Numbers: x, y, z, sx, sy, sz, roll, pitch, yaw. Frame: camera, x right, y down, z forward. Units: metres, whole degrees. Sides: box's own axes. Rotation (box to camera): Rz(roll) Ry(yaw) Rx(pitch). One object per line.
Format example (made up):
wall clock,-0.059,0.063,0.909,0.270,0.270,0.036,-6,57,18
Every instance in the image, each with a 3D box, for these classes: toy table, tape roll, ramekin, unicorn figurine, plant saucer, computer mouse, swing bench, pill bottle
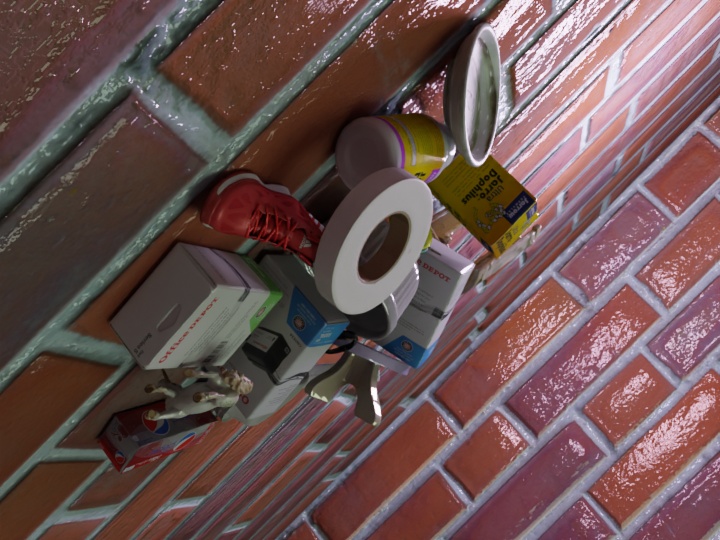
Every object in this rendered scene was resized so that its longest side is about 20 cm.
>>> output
toy table,-0.007,0.188,1.412,0.198,0.183,0.119,27,84,-31
tape roll,0.020,-0.037,1.058,0.202,0.037,0.205,-38,146,-31
ramekin,0.000,0.000,1.249,0.105,0.199,0.201,-44,164,-26
unicorn figurine,-0.236,0.171,1.108,0.137,0.196,0.076,24,68,-67
plant saucer,0.158,-0.255,1.171,0.199,0.049,0.205,7,90,-68
computer mouse,-0.100,0.097,1.300,0.034,0.196,0.060,-70,168,-65
swing bench,0.199,-0.066,1.527,0.197,0.200,0.131,-30,159,-35
pill bottle,0.058,-0.169,1.139,0.199,0.104,0.105,-20,151,-53

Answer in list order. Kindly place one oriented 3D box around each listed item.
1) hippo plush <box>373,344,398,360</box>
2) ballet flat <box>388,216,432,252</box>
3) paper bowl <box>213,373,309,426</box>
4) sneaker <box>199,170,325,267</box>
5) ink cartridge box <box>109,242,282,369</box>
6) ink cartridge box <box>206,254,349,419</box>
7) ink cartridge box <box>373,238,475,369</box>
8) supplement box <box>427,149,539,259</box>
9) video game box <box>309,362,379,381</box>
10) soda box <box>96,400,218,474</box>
hippo plush,0.098,0.055,1.618,0.161,0.157,0.204,-39,123,-52
ballet flat,0.077,-0.097,1.291,0.201,0.065,0.068,-98,-168,-65
paper bowl,-0.168,0.190,1.397,0.199,0.105,0.201,-38,170,-8
sneaker,-0.103,-0.059,0.990,0.079,0.115,0.199,-61,162,19
ink cartridge box,-0.211,0.051,1.064,0.146,0.084,0.200,-47,163,9
ink cartridge box,-0.137,0.099,1.212,0.201,0.145,0.083,-50,162,17
ink cartridge box,0.092,0.044,1.419,0.083,0.144,0.203,-28,146,-60
supplement box,0.195,-0.135,1.363,0.110,0.200,0.109,-44,162,4
video game box,-0.059,0.205,1.587,0.195,0.048,0.182,-5,171,0
soda box,-0.324,0.259,1.302,0.064,0.070,0.199,-50,161,20
